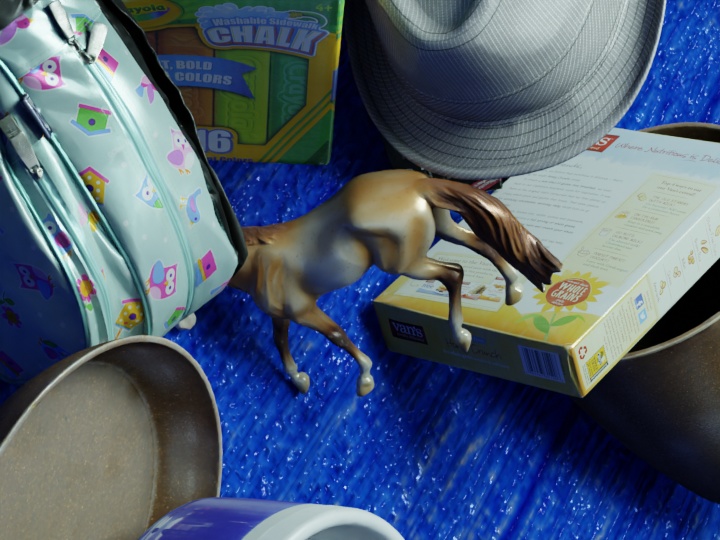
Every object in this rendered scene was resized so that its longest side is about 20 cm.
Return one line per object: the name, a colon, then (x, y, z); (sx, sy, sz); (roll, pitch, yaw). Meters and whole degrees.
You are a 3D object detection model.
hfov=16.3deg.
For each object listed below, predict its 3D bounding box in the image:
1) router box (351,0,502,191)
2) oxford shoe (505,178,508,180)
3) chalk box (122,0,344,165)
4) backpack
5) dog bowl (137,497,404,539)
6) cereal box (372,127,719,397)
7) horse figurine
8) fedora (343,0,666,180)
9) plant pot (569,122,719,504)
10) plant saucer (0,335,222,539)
router box: (0.034, -0.143, 1.407); (0.200, 0.062, 0.151); (68, 15, -69)
oxford shoe: (0.128, -0.079, 1.567); (0.200, 0.071, 0.072); (23, 54, -46)
chalk box: (-0.068, -0.156, 1.231); (0.200, 0.124, 0.124); (94, -1, -61)
backpack: (-0.148, -0.049, 1.153); (0.126, 0.167, 0.201); (-37, 105, -28)
dog bowl: (-0.044, 0.205, 1.149); (0.200, 0.079, 0.201); (-8, 100, -57)
cereal box: (0.123, -0.011, 1.423); (0.200, 0.144, 0.040); (-40, 127, -34)
horse figurine: (0.000, 0.000, 1.283); (0.133, 0.199, 0.050); (54, 24, -33)
fedora: (0.056, -0.153, 1.230); (0.090, 0.176, 0.201); (32, 59, -58)
plant pot: (0.204, 0.046, 1.533); (0.200, 0.186, 0.187); (57, 36, -39)
plant saucer: (-0.131, 0.120, 1.106); (0.200, 0.034, 0.201); (-38, 137, -45)
